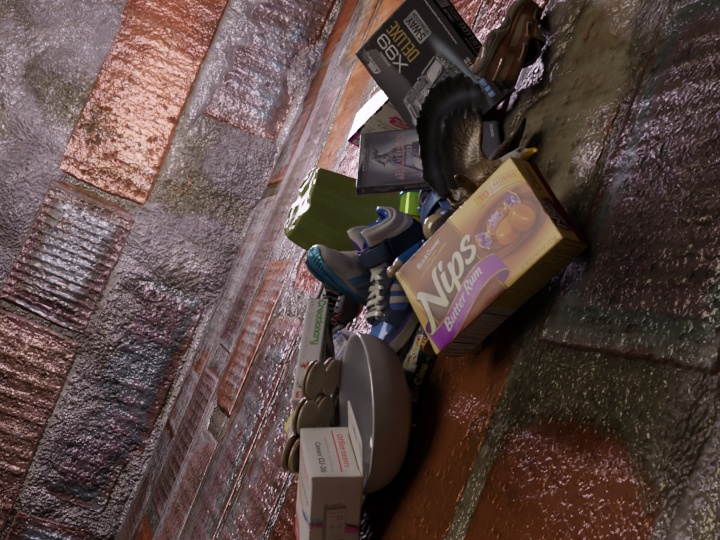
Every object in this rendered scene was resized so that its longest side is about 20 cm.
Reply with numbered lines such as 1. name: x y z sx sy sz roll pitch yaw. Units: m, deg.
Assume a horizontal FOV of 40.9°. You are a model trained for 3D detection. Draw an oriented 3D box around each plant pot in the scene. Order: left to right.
1. plant pot: -0.015 -0.073 1.553 0.201 0.189 0.201 -56 18 29

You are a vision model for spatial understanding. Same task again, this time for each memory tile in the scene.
1. memory tile: -0.044 0.190 1.316 0.200 0.017 0.155 2 -79 -67

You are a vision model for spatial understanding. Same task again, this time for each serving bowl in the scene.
1. serving bowl: 0.023 0.179 1.224 0.200 0.065 0.202 180 90 -77

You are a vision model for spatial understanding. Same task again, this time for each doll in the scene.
1. doll: 0.099 0.007 1.183 0.049 0.135 0.201 92 178 -51

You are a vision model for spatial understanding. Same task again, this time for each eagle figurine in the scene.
1. eagle figurine: 0.148 -0.122 1.173 0.201 0.149 0.153 -98 3 -47

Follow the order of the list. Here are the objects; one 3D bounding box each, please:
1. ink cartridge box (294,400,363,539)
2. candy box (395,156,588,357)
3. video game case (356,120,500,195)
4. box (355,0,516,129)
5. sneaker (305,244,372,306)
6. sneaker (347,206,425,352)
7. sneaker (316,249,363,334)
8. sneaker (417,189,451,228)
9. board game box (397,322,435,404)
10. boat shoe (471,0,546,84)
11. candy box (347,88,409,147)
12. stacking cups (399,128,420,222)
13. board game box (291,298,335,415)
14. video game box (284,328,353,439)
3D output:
1. ink cartridge box: -0.041 0.275 1.204 0.117 0.067 0.202 -117 29 -66
2. candy box: 0.137 -0.011 1.051 0.200 0.056 0.117 -45 56 29
3. video game case: 0.095 -0.157 1.337 0.143 0.198 0.019 -86 -10 -52
4. box: 0.107 -0.292 1.414 0.157 0.201 0.050 -38 -3 39
5. sneaker: 0.000 0.000 1.390 0.076 0.199 0.081 18 82 46
6. sneaker: 0.022 0.011 1.321 0.201 0.146 0.080 -57 15 -16
7. sneaker: -0.034 0.045 1.496 0.082 0.077 0.201 -53 -19 -24
8. sneaker: 0.115 -0.071 1.313 0.074 0.082 0.201 -54 21 33
9. board game box: 0.055 0.122 1.343 0.106 0.023 0.200 -70 15 -6
10. boat shoe: 0.220 -0.314 1.348 0.200 0.071 0.076 -55 -12 -42
11. candy box: 0.078 -0.244 1.593 0.200 0.135 0.061 -36 34 63
12. stacking cups: 0.090 -0.126 1.468 0.060 0.060 0.202 143 139 -61
13. board game box: -0.066 0.155 1.402 0.201 0.034 0.127 -84 -9 -48
14. video game box: -0.052 0.202 1.541 0.201 0.046 0.182 -64 18 5
